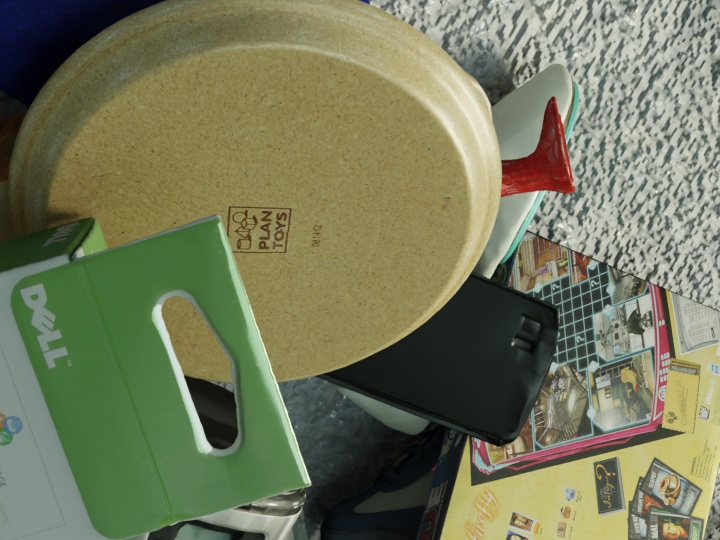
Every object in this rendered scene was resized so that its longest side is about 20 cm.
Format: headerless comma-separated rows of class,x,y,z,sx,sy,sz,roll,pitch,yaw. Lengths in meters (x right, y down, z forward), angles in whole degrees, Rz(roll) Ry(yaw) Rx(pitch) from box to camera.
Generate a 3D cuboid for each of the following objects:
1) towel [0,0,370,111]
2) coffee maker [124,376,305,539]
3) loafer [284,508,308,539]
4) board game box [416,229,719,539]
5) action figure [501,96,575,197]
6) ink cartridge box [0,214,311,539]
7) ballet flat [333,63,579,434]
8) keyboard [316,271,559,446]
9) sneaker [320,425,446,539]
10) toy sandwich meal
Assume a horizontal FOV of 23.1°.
towel,-0.076,-0.104,0.678,0.147,0.050,0.200,-17,160,9
coffee maker,-0.127,0.137,0.763,0.134,0.191,0.201,14,102,-52
loafer,-0.048,0.163,0.895,0.201,0.069,0.070,87,24,-45
board game box,0.107,0.096,0.867,0.135,0.035,0.201,22,69,-12
action figure,-0.011,-0.040,0.753,0.198,0.065,0.052,-11,88,8
ink cartridge box,-0.125,0.047,0.624,0.198,0.059,0.105,-16,104,6
ballet flat,0.041,-0.013,0.859,0.069,0.069,0.201,12,110,-33
keyboard,0.000,0.000,0.821,0.199,0.040,0.105,22,107,-6
sneaker,0.060,0.083,0.924,0.199,0.070,0.083,-24,103,-14
toy sandwich meal,-0.045,-0.035,0.675,0.203,0.071,0.206,-4,131,-4
